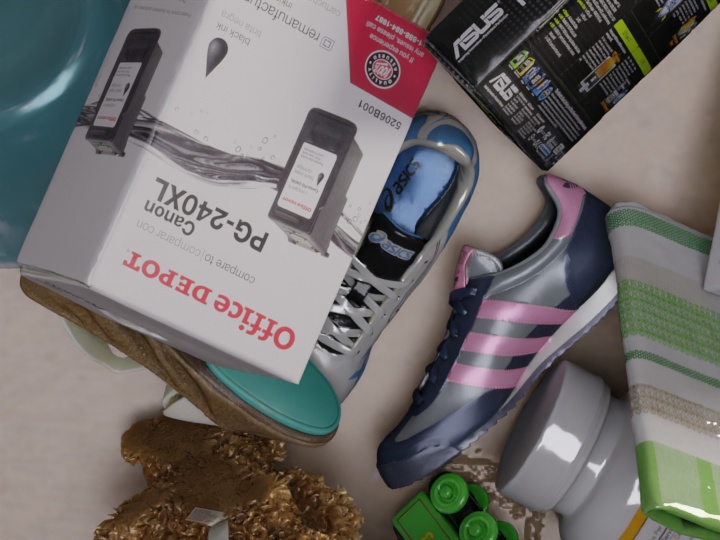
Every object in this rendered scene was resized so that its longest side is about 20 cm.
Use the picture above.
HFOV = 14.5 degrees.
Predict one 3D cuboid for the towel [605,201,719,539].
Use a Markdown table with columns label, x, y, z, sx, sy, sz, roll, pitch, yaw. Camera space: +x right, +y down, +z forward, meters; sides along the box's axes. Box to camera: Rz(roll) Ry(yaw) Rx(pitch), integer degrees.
| label | x | y | z | sx | sy | sz | roll | pitch | yaw |
| --- | --- | --- | --- | --- | --- | --- | --- | --- | --- |
| towel | 0.196 | 0.067 | 1.535 | 0.149 | 0.200 | 0.031 | 21 | 138 | -27 |

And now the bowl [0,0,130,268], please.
| label | x | y | z | sx | sy | sz | roll | pitch | yaw |
| --- | --- | --- | --- | --- | --- | --- | --- | --- | --- |
| bowl | -0.183 | -0.112 | 1.517 | 0.201 | 0.105 | 0.201 | -18 | 133 | -21 |

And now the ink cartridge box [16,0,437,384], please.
| label | x | y | z | sx | sy | sz | roll | pitch | yaw |
| --- | --- | --- | --- | --- | --- | --- | --- | --- | --- |
| ink cartridge box | -0.066 | -0.059 | 1.452 | 0.145 | 0.083 | 0.200 | 27 | 83 | -35 |

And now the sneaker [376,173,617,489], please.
| label | x | y | z | sx | sy | sz | roll | pitch | yaw |
| --- | --- | --- | --- | --- | --- | --- | --- | --- | --- |
| sneaker | 0.067 | 0.032 | 1.590 | 0.200 | 0.070 | 0.082 | -46 | 103 | -5 |

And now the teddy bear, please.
| label | x | y | z | sx | sy | sz | roll | pitch | yaw |
| --- | --- | --- | --- | --- | --- | --- | --- | --- | --- |
| teddy bear | -0.070 | 0.146 | 1.539 | 0.145 | 0.200 | 0.067 | -30 | 125 | -22 |

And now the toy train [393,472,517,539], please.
| label | x | y | z | sx | sy | sz | roll | pitch | yaw |
| --- | --- | --- | --- | --- | --- | --- | --- | --- | --- |
| toy train | 0.087 | 0.195 | 1.571 | 0.056 | 0.042 | 0.200 | -43 | 58 | 9 |

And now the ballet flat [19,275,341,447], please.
| label | x | y | z | sx | sy | sz | roll | pitch | yaw |
| --- | --- | --- | --- | --- | --- | --- | --- | --- | --- |
| ballet flat | -0.104 | 0.042 | 1.545 | 0.200 | 0.068 | 0.072 | 35 | 131 | -23 |

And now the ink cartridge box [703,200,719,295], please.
| label | x | y | z | sx | sy | sz | roll | pitch | yaw |
| --- | --- | --- | --- | --- | --- | --- | --- | --- | --- |
| ink cartridge box | 0.276 | -0.076 | 1.520 | 0.084 | 0.145 | 0.200 | 16 | 81 | -34 |

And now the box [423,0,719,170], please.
| label | x | y | z | sx | sy | sz | roll | pitch | yaw |
| --- | --- | --- | --- | --- | --- | --- | --- | --- | --- |
| box | 0.135 | -0.151 | 1.506 | 0.193 | 0.200 | 0.048 | -46 | 72 | 3 |

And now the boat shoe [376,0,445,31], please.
| label | x | y | z | sx | sy | sz | roll | pitch | yaw |
| --- | --- | --- | --- | --- | --- | --- | --- | --- | --- |
| boat shoe | -0.010 | -0.120 | 1.565 | 0.064 | 0.071 | 0.200 | 31 | 96 | -7 |

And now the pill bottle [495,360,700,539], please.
| label | x | y | z | sx | sy | sz | roll | pitch | yaw |
| --- | --- | --- | --- | --- | --- | --- | --- | --- | --- |
| pill bottle | 0.182 | 0.132 | 1.586 | 0.200 | 0.113 | 0.113 | 27 | 95 | -6 |

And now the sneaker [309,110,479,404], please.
| label | x | y | z | sx | sy | sz | roll | pitch | yaw |
| --- | --- | --- | --- | --- | --- | --- | --- | --- | --- |
| sneaker | 0.000 | 0.000 | 1.581 | 0.072 | 0.072 | 0.200 | 28 | 96 | -8 |
